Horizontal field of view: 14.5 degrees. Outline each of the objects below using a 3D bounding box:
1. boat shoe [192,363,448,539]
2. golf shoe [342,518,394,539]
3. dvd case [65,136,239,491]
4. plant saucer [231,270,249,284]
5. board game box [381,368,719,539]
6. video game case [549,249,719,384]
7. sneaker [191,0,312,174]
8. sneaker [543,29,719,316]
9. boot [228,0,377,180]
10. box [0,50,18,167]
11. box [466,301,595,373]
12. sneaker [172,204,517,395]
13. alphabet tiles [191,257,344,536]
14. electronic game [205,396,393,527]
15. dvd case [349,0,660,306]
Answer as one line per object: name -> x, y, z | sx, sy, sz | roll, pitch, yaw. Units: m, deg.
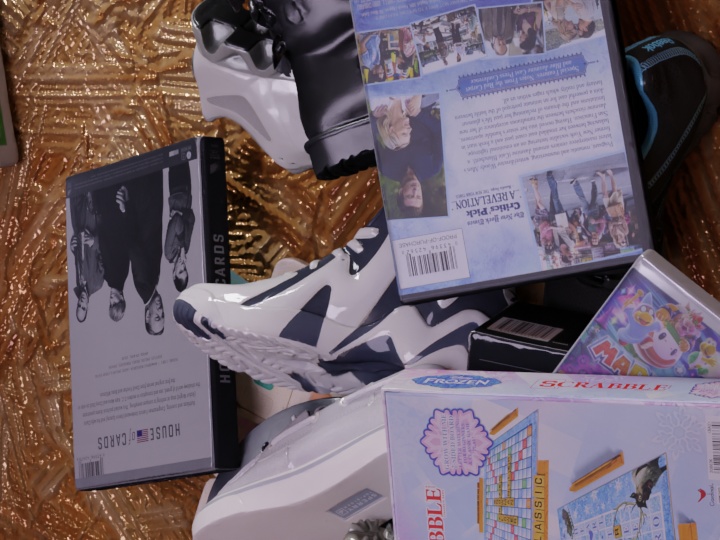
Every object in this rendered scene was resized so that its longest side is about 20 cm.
boat shoe -> -0.020, 0.108, 1.592 | 0.200, 0.072, 0.069 | -35, 40, 43
golf shoe -> 0.061, 0.219, 1.566 | 0.200, 0.078, 0.097 | 34, 110, -7
dvd case -> -0.129, 0.029, 1.724 | 0.150, 0.025, 0.200 | -13, 78, 50
plant saucer -> -0.063, 0.053, 1.724 | 0.200, 0.019, 0.070 | 33, 112, 27
board game box -> 0.116, 0.152, 1.452 | 0.199, 0.041, 0.200 | 2, 105, 22
video game case -> 0.148, 0.108, 1.460 | 0.143, 0.018, 0.200 | 39, 116, 10
sneaker -> -0.009, -0.091, 1.651 | 0.200, 0.074, 0.089 | 23, 130, 23
sneaker -> 0.133, -0.036, 1.542 | 0.073, 0.082, 0.200 | 22, 108, 28
boot -> 0.029, -0.154, 1.556 | 0.198, 0.073, 0.163 | -20, 83, 9
box -> -0.356, -0.147, 1.816 | 0.200, 0.171, 0.199 | -9, 89, 35
box -> 0.157, 0.107, 1.507 | 0.200, 0.079, 0.141 | 11, 106, 21
sneaker -> 0.000, 0.000, 1.618 | 0.199, 0.080, 0.130 | 6, 65, 18
alphabet tiles -> -0.030, 0.102, 1.684 | 0.200, 0.015, 0.196 | 27, 109, 24
electronic game -> -0.007, 0.173, 1.649 | 0.200, 0.042, 0.200 | 1, 93, 29
dvd case -> 0.073, -0.090, 1.496 | 0.143, 0.018, 0.200 | -10, 88, 17
